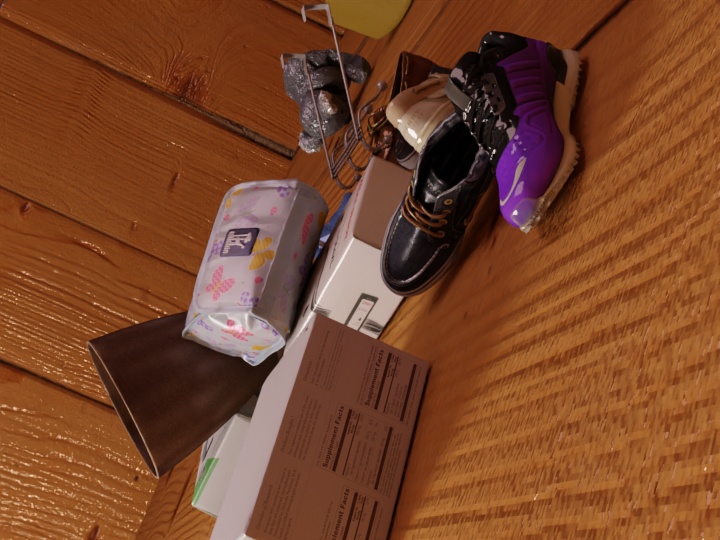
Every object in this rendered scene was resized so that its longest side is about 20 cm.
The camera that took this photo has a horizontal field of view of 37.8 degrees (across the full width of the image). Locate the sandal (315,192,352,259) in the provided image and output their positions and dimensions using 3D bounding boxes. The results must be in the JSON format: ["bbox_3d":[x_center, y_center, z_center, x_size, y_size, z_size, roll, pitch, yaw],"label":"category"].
[{"bbox_3d":[-0.059,-0.023,1.508,0.202,0.086,0.079,-64,3,1],"label":"sandal"}]

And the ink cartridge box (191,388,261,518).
[{"bbox_3d":[-0.159,0.232,1.439,0.147,0.083,0.200,-63,10,12],"label":"ink cartridge box"}]

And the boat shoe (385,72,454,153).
[{"bbox_3d":[0.082,-0.161,1.002,0.072,0.065,0.200,-58,-9,30],"label":"boat shoe"}]

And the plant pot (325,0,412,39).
[{"bbox_3d":[0.026,-0.606,2.193,0.195,0.193,0.201,-76,5,-46],"label":"plant pot"}]

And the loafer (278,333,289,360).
[{"bbox_3d":[-0.112,0.109,1.574,0.201,0.071,0.063,-61,-8,-8],"label":"loafer"}]

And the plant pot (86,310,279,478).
[{"bbox_3d":[-0.209,0.125,1.313,0.199,0.188,0.187,-29,-2,-19],"label":"plant pot"}]

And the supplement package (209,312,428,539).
[{"bbox_3d":[-0.041,0.170,0.878,0.156,0.110,0.201,-52,16,53],"label":"supplement package"}]

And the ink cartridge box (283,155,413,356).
[{"bbox_3d":[0.000,0.000,1.138,0.147,0.084,0.201,-76,13,-49],"label":"ink cartridge box"}]

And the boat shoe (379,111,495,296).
[{"bbox_3d":[0.062,-0.059,0.903,0.201,0.071,0.091,-60,-17,21],"label":"boat shoe"}]

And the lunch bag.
[{"bbox_3d":[-0.118,-0.003,1.192,0.200,0.126,0.171,-31,39,65],"label":"lunch bag"}]

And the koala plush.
[{"bbox_3d":[-0.086,-0.364,2.289,0.178,0.182,0.202,125,154,-48],"label":"koala plush"}]

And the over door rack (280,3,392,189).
[{"bbox_3d":[-0.024,-0.221,1.324,0.202,0.066,0.148,66,159,9],"label":"over door rack"}]

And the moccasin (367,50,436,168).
[{"bbox_3d":[0.044,-0.196,1.389,0.203,0.077,0.074,-69,14,-9],"label":"moccasin"}]

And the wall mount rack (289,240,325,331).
[{"bbox_3d":[-0.051,0.035,1.381,0.202,0.074,0.174,-63,-29,-5],"label":"wall mount rack"}]

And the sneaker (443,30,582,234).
[{"bbox_3d":[0.106,-0.112,0.786,0.201,0.099,0.070,-75,12,-46],"label":"sneaker"}]

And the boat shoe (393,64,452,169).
[{"bbox_3d":[0.071,-0.185,1.256,0.071,0.066,0.200,-69,10,-19],"label":"boat shoe"}]
